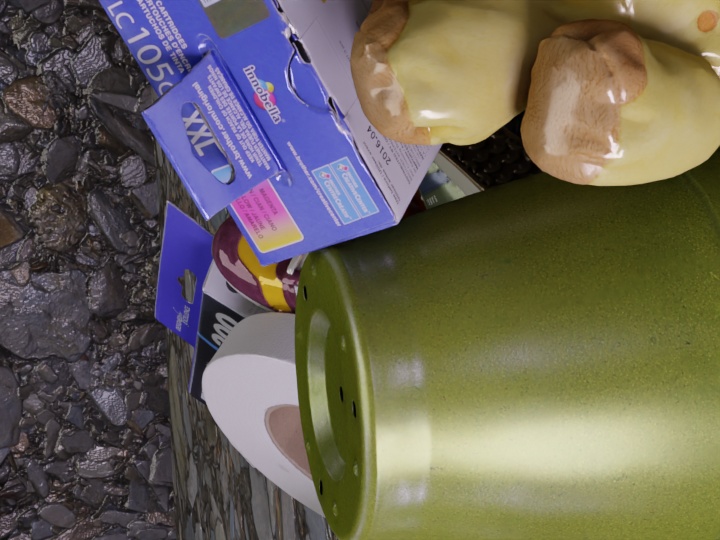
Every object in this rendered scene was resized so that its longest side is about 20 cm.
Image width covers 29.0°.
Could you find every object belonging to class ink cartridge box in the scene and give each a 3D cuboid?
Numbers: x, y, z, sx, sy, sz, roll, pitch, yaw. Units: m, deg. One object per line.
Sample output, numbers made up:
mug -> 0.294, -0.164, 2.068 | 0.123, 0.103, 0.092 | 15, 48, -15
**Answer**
ink cartridge box -> -0.068, 0.062, 0.958 | 0.044, 0.199, 0.199 | -53, -7, -26
ink cartridge box -> -0.023, -0.099, 0.592 | 0.137, 0.076, 0.201 | 60, -149, -21

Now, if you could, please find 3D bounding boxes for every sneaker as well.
sneaker -> 0.000, 0.000, 0.818 | 0.090, 0.198, 0.076 | 68, -139, -71
sneaker -> 0.051, -0.064, 0.851 | 0.200, 0.067, 0.090 | 50, 153, 35

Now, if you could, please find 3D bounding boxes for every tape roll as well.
tape roll -> -0.008, 0.105, 0.874 | 0.037, 0.201, 0.203 | -56, -5, -28

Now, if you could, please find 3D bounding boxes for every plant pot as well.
plant pot -> 0.075, 0.044, 0.613 | 0.200, 0.190, 0.203 | 175, 90, -75

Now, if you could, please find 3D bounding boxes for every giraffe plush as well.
giraffe plush -> 0.103, -0.128, 0.505 | 0.173, 0.197, 0.164 | -66, -17, -71

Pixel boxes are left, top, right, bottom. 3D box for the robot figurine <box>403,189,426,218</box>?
robot figurine -> -0.011, -0.018, 0.971 | 0.200, 0.142, 0.118 | 28, -106, -66
